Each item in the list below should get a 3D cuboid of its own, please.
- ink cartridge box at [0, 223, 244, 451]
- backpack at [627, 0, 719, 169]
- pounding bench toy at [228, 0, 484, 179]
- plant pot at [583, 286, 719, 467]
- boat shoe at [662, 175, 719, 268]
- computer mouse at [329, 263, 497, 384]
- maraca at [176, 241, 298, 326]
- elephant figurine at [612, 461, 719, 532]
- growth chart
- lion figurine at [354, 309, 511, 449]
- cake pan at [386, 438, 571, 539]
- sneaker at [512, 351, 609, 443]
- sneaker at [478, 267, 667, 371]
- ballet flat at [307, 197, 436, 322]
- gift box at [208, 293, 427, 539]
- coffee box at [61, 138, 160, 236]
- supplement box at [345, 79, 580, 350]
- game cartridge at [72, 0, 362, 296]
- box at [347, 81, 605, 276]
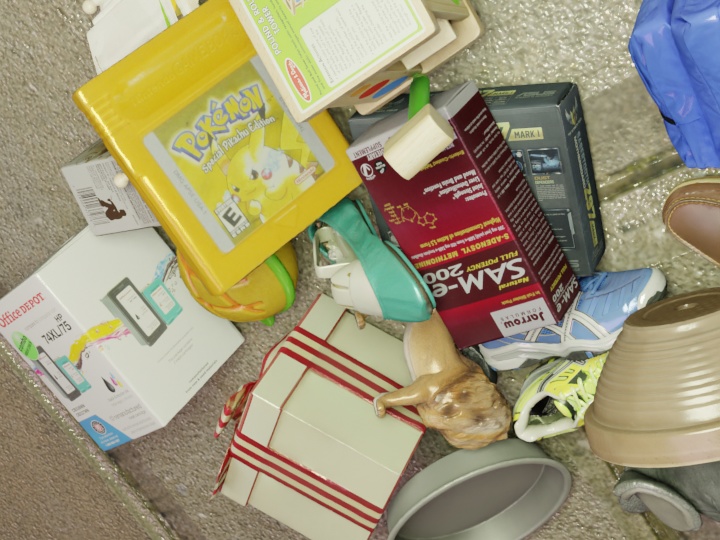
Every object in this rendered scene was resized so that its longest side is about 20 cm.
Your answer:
[{"bbox_3d":[-0.260,0.059,1.209,0.201,0.146,0.146,51,139,-11],"label":"ink cartridge box"},{"bbox_3d":[0.287,-0.137,0.767,0.167,0.163,0.200,-9,130,44],"label":"backpack"},{"bbox_3d":[0.019,-0.168,0.863,0.124,0.156,0.201,-30,87,23],"label":"pounding bench toy"},{"bbox_3d":[0.263,0.072,0.883,0.199,0.200,0.094,-14,98,36],"label":"plant pot"},{"bbox_3d":[0.329,-0.012,0.886,0.199,0.068,0.072,25,131,12],"label":"boat shoe"},{"bbox_3d":[0.051,0.054,1.115,0.200,0.034,0.059,41,102,7],"label":"computer mouse"},{"bbox_3d":[-0.124,-0.001,1.133,0.137,0.107,0.200,39,159,4],"label":"maraca"},{"bbox_3d":[0.286,0.177,1.004,0.199,0.141,0.157,1,106,40],"label":"elephant figurine"},{"bbox_3d":[-0.186,-0.192,1.004,0.144,0.018,0.202,-23,74,29],"label":"growth chart"},{"bbox_3d":[0.062,0.072,1.057,0.121,0.073,0.202,-13,79,-4],"label":"lion figurine"},{"bbox_3d":[0.112,0.232,1.126,0.037,0.198,0.201,65,146,37],"label":"cake pan"},{"bbox_3d":[0.216,0.101,1.024,0.075,0.076,0.200,44,130,-2],"label":"sneaker"},{"bbox_3d":[0.173,0.032,0.999,0.199,0.076,0.077,-21,112,38],"label":"sneaker"},{"bbox_3d":[0.000,0.000,0.986,0.070,0.200,0.068,-26,122,-7],"label":"ballet flat"},{"bbox_3d":[-0.041,0.167,1.146,0.186,0.185,0.201,29,127,6],"label":"gift box"},{"bbox_3d":[-0.165,-0.103,1.073,0.198,0.113,0.080,-7,118,32],"label":"coffee box"},{"bbox_3d":[0.086,-0.041,0.938,0.108,0.061,0.201,-19,109,39],"label":"supplement box"},{"bbox_3d":[-0.110,-0.111,0.946,0.201,0.176,0.032,56,159,-15],"label":"game cartridge"},{"bbox_3d":[0.100,-0.075,0.983,0.198,0.051,0.159,0,122,31],"label":"box"}]
